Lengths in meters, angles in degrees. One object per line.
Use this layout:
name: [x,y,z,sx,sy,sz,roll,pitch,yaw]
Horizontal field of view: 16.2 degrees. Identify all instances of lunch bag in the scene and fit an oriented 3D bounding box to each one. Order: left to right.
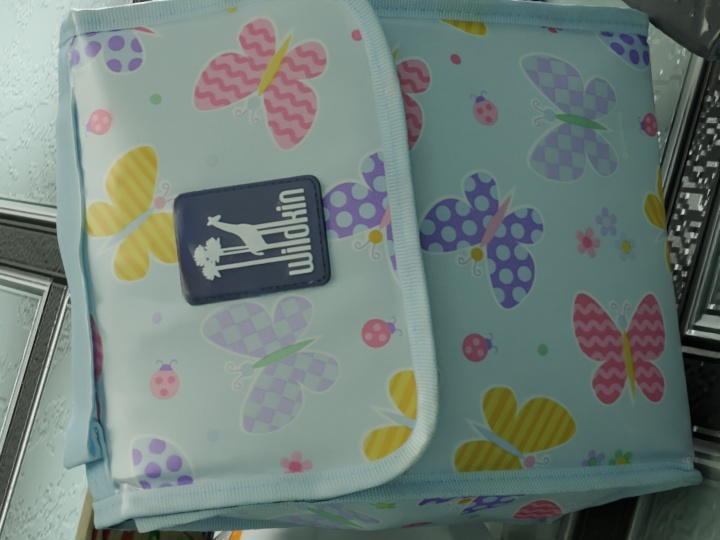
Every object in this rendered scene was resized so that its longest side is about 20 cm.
lunch bag: [0.000,0.000,0.823,0.127,0.199,0.170,-26,65,60]

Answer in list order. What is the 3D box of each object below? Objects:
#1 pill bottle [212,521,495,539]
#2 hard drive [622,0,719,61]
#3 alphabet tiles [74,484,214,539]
pill bottle: [-0.035,0.158,0.937,0.200,0.113,0.113,-45,36,47]
hard drive: [0.109,-0.173,0.885,0.200,0.042,0.135,52,123,43]
alphabet tiles: [-0.087,0.103,1.081,0.166,0.006,0.201,57,-137,-68]
